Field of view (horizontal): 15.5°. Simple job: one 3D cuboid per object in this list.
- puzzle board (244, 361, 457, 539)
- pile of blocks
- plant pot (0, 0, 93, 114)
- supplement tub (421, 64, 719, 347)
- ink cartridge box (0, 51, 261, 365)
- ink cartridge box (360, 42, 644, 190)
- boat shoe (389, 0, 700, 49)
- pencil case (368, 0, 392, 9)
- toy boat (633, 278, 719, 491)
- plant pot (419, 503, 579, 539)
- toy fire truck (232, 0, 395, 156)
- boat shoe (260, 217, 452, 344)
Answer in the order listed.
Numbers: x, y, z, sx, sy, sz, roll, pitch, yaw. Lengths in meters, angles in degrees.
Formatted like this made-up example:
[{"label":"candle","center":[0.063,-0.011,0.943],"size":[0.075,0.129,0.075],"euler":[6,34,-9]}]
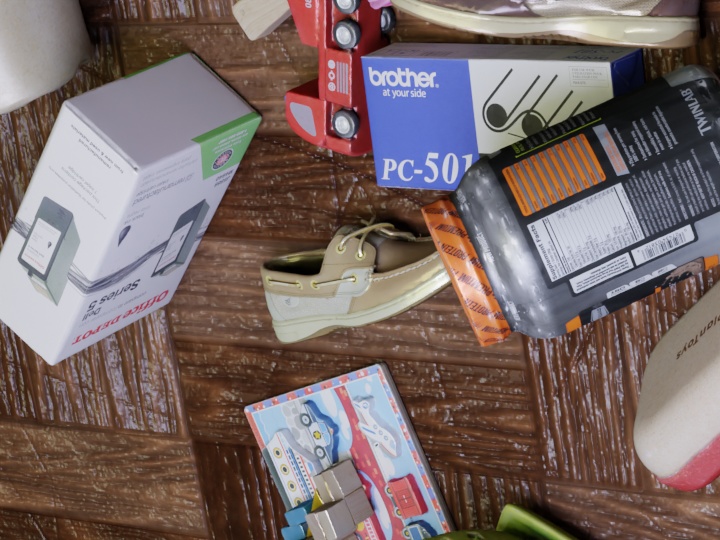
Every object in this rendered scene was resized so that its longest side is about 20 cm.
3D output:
[{"label":"puzzle board","center":[0.000,0.178,1.982],"size":[0.150,0.017,0.201],"euler":[-20,94,42]},{"label":"pile of blocks","center":[-0.045,0.233,1.991],"size":[0.082,0.062,0.201],"euler":[23,121,31]},{"label":"plant pot","center":[-0.292,-0.214,1.956],"size":[0.200,0.200,0.184],"euler":[-5,115,40]},{"label":"supplement tub","center":[0.147,-0.036,1.644],"size":[0.199,0.123,0.123],"euler":[-24,93,1]},{"label":"ink cartridge box","center":[-0.177,-0.045,1.947],"size":[0.084,0.145,0.200],"euler":[41,129,17]},{"label":"ink cartridge box","center":[0.096,-0.101,1.770],"size":[0.199,0.044,0.094],"euler":[4,110,37]},{"label":"boat shoe","center":[0.119,-0.184,1.682],"size":[0.199,0.072,0.072],"euler":[7,102,14]},{"label":"pencil case","center":[0.009,-0.272,1.750],"size":[0.087,0.087,0.201],"euler":[-20,95,42]},{"label":"toy boat","center":[0.271,0.069,1.669],"size":[0.130,0.131,0.200],"euler":[31,132,-12]},{"label":"plant pot","center":[0.114,0.289,1.826],"size":[0.200,0.181,0.200],"euler":[31,124,26]},{"label":"toy fire truck","center":[-0.045,-0.188,1.847],"size":[0.141,0.049,0.201],"euler":[18,119,33]},{"label":"boat shoe","center":[0.000,0.000,1.871],"size":[0.200,0.074,0.067],"euler":[-19,101,42]}]
